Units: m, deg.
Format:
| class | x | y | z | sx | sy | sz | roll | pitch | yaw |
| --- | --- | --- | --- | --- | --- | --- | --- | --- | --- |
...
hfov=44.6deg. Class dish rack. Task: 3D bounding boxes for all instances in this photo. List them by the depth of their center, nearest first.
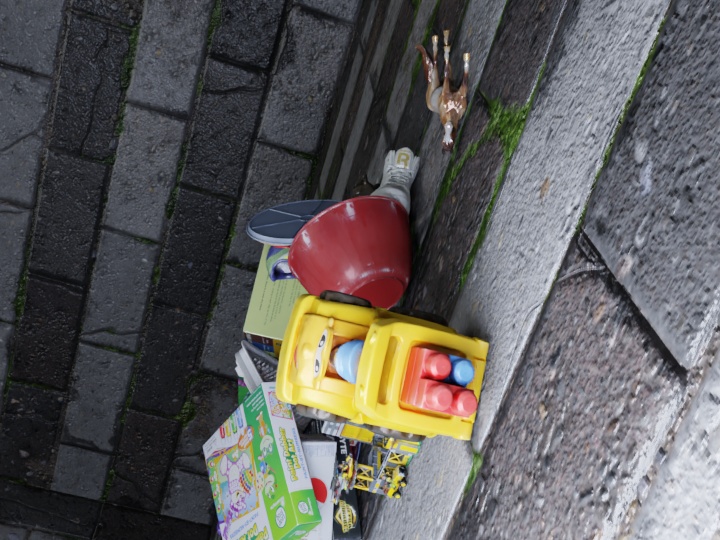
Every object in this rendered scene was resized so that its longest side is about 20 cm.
| class | x | y | z | sx | sy | sz | roll | pitch | yaw |
| --- | --- | --- | --- | --- | --- | --- | --- | --- | --- |
| dish rack | -0.132 | 0.211 | 1.439 | 0.173 | 0.043 | 0.200 | 57 | -174 | 31 |

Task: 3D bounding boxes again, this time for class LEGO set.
| class | x | y | z | sx | sy | sz | roll | pitch | yaw |
| --- | --- | --- | --- | --- | --- | --- | --- | --- | --- |
| LEGO set | 0.003 | 0.185 | 1.117 | 0.202 | 0.113 | 0.155 | -86 | 15 | -47 |

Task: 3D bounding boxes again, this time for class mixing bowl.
| class | x | y | z | sx | sy | sz | roll | pitch | yaw |
| --- | --- | --- | --- | --- | --- | --- | --- | --- | --- |
| mixing bowl | 0.000 | 0.000 | 1.288 | 0.110 | 0.196 | 0.202 | 66 | 148 | 33 |

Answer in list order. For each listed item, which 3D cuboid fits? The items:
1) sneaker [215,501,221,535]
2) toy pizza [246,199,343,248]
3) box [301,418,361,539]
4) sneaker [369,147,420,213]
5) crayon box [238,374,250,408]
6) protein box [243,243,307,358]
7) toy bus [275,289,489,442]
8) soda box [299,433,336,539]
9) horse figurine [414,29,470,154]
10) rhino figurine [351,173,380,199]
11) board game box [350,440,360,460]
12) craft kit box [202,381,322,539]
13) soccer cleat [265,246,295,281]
| class | x | y | z | sx | sy | sz | roll | pitch | yaw |
| --- | --- | --- | --- | --- | --- | --- | --- | --- | --- |
| sneaker | -0.172 | 0.335 | 1.319 | 0.081 | 0.082 | 0.203 | -95 | 22 | -63 |
| toy pizza | -0.082 | -0.068 | 1.386 | 0.201 | 0.195 | 0.032 | -101 | 5 | -68 |
| box | -0.052 | 0.326 | 1.307 | 0.160 | 0.045 | 0.204 | 118 | 149 | -52 |
| sneaker | 0.053 | -0.143 | 1.393 | 0.200 | 0.072 | 0.118 | 117 | 166 | -89 |
| crayon box | -0.138 | 0.267 | 1.575 | 0.058 | 0.201 | 0.120 | -31 | 33 | 13 |
| protein box | -0.077 | 0.048 | 1.485 | 0.135 | 0.195 | 0.203 | 100 | -178 | -71 |
| toy bus | 0.031 | 0.102 | 0.877 | 0.192 | 0.196 | 0.139 | 180 | 104 | -72 |
| soda box | -0.076 | 0.333 | 1.211 | 0.068 | 0.062 | 0.205 | 178 | 96 | -69 |
| horse figurine | 0.121 | -0.265 | 1.261 | 0.201 | 0.049 | 0.135 | -110 | 18 | -60 |
| rhino figurine | 0.001 | -0.117 | 1.734 | 0.087 | 0.059 | 0.203 | -39 | 32 | 41 |
| board game box | -0.040 | 0.307 | 1.412 | 0.158 | 0.038 | 0.204 | 135 | 149 | -72 |
| craft kit box | -0.141 | 0.289 | 1.205 | 0.200 | 0.048 | 0.201 | -47 | 54 | 40 |
| soccer cleat | -0.053 | -0.012 | 1.388 | 0.085 | 0.195 | 0.066 | -89 | -5 | -48 |
